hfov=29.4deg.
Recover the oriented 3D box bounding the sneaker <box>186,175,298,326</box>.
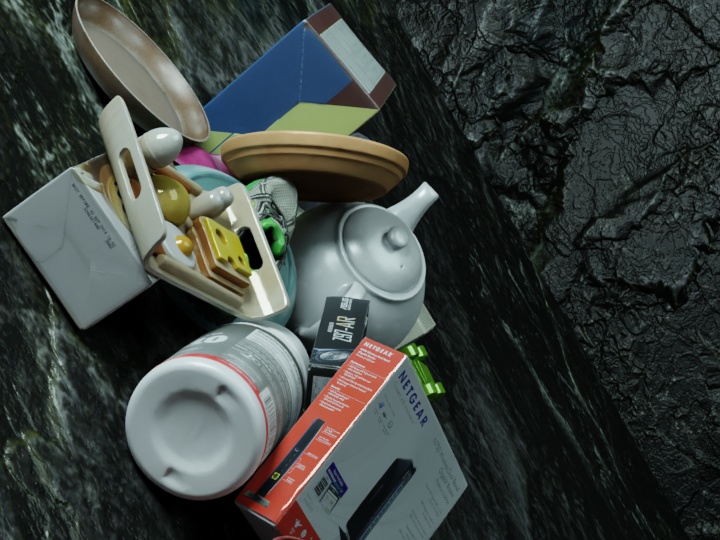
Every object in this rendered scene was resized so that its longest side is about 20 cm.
[{"bbox_3d":[-0.093,-0.029,1.322,0.078,0.085,0.200,43,36,-19],"label":"sneaker"}]

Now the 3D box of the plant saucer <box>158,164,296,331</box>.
[{"bbox_3d":[-0.133,-0.023,1.367,0.200,0.027,0.201,32,41,-33],"label":"plant saucer"}]

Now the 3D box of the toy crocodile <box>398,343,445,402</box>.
[{"bbox_3d":[0.058,0.132,1.661,0.068,0.061,0.200,64,7,10],"label":"toy crocodile"}]

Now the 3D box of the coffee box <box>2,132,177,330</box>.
[{"bbox_3d":[-0.207,-0.039,1.172,0.113,0.080,0.200,56,15,-6],"label":"coffee box"}]

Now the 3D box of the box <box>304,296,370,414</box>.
[{"bbox_3d":[-0.026,0.145,1.259,0.160,0.043,0.201,-79,175,-68],"label":"box"}]

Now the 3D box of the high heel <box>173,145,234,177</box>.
[{"bbox_3d":[-0.143,-0.042,1.443,0.096,0.067,0.201,-3,69,-58],"label":"high heel"}]

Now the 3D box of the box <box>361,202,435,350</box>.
[{"bbox_3d":[0.019,0.010,1.851,0.201,0.068,0.082,60,14,3],"label":"box"}]

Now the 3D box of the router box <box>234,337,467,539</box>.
[{"bbox_3d":[-0.001,0.188,1.162,0.049,0.180,0.200,21,-29,37],"label":"router box"}]

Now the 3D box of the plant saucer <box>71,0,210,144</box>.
[{"bbox_3d":[-0.238,-0.206,1.455,0.200,0.032,0.200,46,15,-16],"label":"plant saucer"}]

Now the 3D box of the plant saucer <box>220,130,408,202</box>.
[{"bbox_3d":[-0.049,-0.104,1.440,0.200,0.199,0.038,23,70,-66],"label":"plant saucer"}]

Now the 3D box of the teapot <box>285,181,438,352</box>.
[{"bbox_3d":[0.000,0.000,1.509,0.196,0.146,0.201,8,58,-36],"label":"teapot"}]

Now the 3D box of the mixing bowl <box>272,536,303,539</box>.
[{"bbox_3d":[-0.056,0.301,0.956,0.200,0.108,0.200,53,16,-21],"label":"mixing bowl"}]

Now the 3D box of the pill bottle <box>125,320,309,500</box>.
[{"bbox_3d":[-0.110,0.107,1.144,0.114,0.114,0.200,58,14,-2],"label":"pill bottle"}]

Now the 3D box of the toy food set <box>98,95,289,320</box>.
[{"bbox_3d":[-0.134,-0.050,1.155,0.200,0.060,0.144,33,29,-57],"label":"toy food set"}]

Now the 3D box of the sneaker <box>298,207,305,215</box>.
[{"bbox_3d":[-0.043,-0.012,1.665,0.200,0.075,0.092,53,20,-27],"label":"sneaker"}]

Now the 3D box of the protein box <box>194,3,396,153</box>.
[{"bbox_3d":[-0.081,-0.199,1.650,0.135,0.198,0.200,50,16,-8],"label":"protein box"}]

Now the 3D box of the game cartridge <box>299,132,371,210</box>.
[{"bbox_3d":[-0.041,-0.113,1.776,0.038,0.130,0.200,39,16,1],"label":"game cartridge"}]
